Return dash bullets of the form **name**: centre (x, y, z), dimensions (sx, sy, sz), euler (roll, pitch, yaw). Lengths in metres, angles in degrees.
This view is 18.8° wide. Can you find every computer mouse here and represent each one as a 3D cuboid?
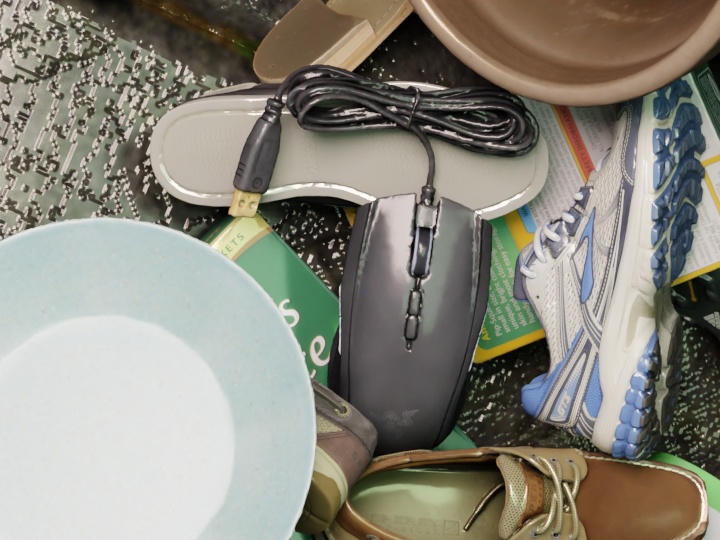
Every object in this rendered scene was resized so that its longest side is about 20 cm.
- **computer mouse**: centre (0.000, 0.000, 1.054), dimensions (0.139, 0.046, 0.201), euler (13, 110, -5)

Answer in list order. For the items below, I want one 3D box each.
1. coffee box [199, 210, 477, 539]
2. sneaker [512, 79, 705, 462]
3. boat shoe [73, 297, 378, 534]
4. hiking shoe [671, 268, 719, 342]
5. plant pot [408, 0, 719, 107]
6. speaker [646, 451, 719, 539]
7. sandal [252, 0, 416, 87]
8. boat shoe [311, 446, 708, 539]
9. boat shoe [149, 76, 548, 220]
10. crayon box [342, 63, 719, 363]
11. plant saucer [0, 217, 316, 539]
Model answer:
- **coffee box**: centre (-0.036, 0.078, 1.122), dimensions (0.123, 0.044, 0.200), euler (-43, 98, -11)
- **sneaker**: centre (0.114, -0.008, 1.062), dimensions (0.085, 0.077, 0.202), euler (11, 104, 23)
- **boat shoe**: centre (-0.081, 0.050, 1.052), dimensions (0.200, 0.072, 0.066), euler (33, 49, 14)
- **hiking shoe**: centre (0.196, -0.012, 1.186), dimensions (0.200, 0.074, 0.087), euler (46, 48, -2)
- **plant pot**: centre (0.133, -0.189, 1.019), dimensions (0.174, 0.199, 0.202), euler (-22, 94, -53)
- **speaker**: centre (0.131, 0.198, 1.141), dimensions (0.088, 0.088, 0.201), euler (37, 79, -11)
- **sandal**: centre (0.041, -0.147, 1.153), dimensions (0.211, 0.078, 0.070), euler (-40, 129, -6)
- **boat shoe**: centre (0.076, 0.122, 1.073), dimensions (0.198, 0.074, 0.076), euler (-3, 71, -8)
- **boat shoe**: centre (-0.004, -0.062, 1.093), dimensions (0.198, 0.060, 0.075), euler (-2, 105, 7)
- **crayon box**: centre (0.099, -0.037, 1.125), dimensions (0.199, 0.052, 0.126), euler (-23, 94, 21)
- **plant saucer**: centre (-0.119, 0.077, 0.979), dimensions (0.199, 0.039, 0.203), euler (0, 72, -1)
